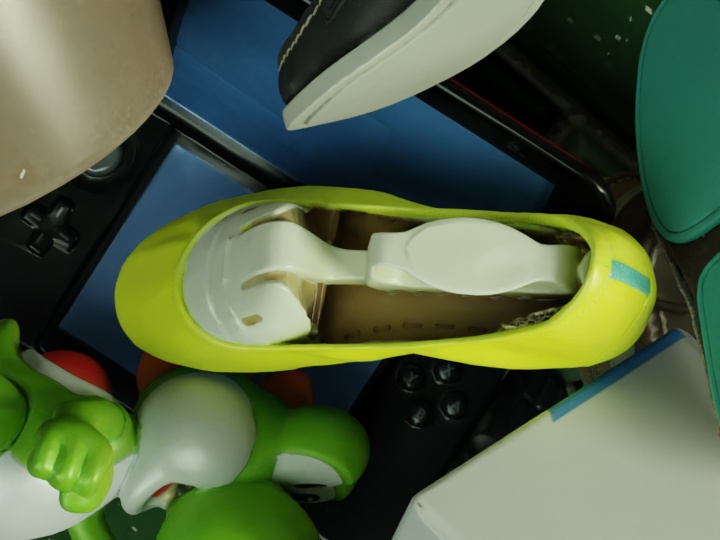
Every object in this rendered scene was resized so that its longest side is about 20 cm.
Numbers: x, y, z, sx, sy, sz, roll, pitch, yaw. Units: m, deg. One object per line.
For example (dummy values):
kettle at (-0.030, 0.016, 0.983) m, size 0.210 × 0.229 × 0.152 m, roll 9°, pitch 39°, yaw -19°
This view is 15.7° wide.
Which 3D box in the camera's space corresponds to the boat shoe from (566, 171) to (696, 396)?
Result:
boat shoe at (0.114, 0.053, 0.999) m, size 0.076 × 0.072 × 0.200 m, roll 20°, pitch 127°, yaw 51°

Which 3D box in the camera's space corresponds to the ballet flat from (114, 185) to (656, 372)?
ballet flat at (0.000, 0.000, 0.890) m, size 0.200 × 0.067 × 0.067 m, roll 1°, pitch 79°, yaw 19°

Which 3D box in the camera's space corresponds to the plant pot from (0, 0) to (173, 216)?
plant pot at (-0.149, -0.113, 0.861) m, size 0.200 × 0.200 × 0.175 m, roll -11°, pitch 119°, yaw 35°

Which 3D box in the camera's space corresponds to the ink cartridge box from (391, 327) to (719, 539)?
ink cartridge box at (0.063, 0.136, 0.925) m, size 0.084 × 0.145 × 0.200 m, roll 44°, pitch 139°, yaw 20°

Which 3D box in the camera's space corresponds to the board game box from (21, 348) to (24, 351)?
board game box at (-0.258, 0.003, 1.088) m, size 0.200 × 0.200 × 0.200 m, roll -29°, pitch 101°, yaw 39°

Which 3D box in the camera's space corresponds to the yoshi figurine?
yoshi figurine at (-0.095, 0.086, 0.926) m, size 0.200 × 0.112 × 0.112 m, roll 2°, pitch 104°, yaw -8°

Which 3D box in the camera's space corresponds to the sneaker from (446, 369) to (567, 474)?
sneaker at (0.019, 0.057, 1.059) m, size 0.200 × 0.070 × 0.082 m, roll 40°, pitch 149°, yaw 5°

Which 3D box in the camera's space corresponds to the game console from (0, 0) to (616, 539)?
game console at (-0.034, -0.008, 0.954) m, size 0.200 × 0.119 × 0.172 m, roll 33°, pitch 92°, yaw 4°

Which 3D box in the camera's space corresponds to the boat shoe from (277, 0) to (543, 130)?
boat shoe at (0.022, -0.102, 0.815) m, size 0.060 × 0.074 × 0.200 m, roll 64°, pitch 151°, yaw 8°

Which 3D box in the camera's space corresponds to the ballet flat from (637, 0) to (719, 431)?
ballet flat at (0.140, -0.007, 0.889) m, size 0.067 × 0.200 × 0.068 m, roll 21°, pitch 142°, yaw -38°
